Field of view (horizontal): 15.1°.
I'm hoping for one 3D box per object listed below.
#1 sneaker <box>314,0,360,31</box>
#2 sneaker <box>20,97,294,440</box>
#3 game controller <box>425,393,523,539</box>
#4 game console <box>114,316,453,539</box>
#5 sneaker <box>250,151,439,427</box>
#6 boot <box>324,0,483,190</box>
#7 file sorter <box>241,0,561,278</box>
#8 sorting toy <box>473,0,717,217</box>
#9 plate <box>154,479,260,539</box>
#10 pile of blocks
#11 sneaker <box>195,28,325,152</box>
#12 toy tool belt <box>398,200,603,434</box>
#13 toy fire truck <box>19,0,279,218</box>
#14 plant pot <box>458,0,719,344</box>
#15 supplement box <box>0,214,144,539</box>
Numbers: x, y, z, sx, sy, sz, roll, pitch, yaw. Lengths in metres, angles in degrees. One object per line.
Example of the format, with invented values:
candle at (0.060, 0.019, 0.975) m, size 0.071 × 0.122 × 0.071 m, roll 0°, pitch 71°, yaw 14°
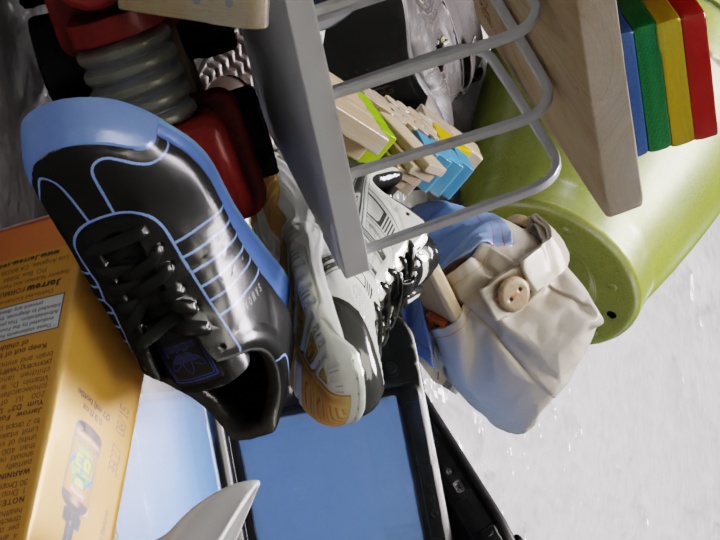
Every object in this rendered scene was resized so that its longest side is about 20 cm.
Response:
sneaker at (-0.087, -0.207, 1.358) m, size 0.202 × 0.077 × 0.146 m, roll 47°, pitch 6°, yaw 33°
sneaker at (-0.084, 0.002, 1.204) m, size 0.200 × 0.070 × 0.078 m, roll 46°, pitch 32°, yaw -48°
game controller at (0.031, 0.102, 1.463) m, size 0.200 × 0.042 × 0.104 m, roll 58°, pitch -9°, yaw 28°
game console at (-0.040, 0.129, 1.342) m, size 0.116 × 0.175 × 0.201 m, roll 117°, pitch -37°, yaw -86°
sneaker at (0.000, 0.000, 1.340) m, size 0.200 × 0.087 × 0.076 m, roll -105°, pitch -163°, yaw -53°
boot at (0.024, -0.163, 1.660) m, size 0.174 × 0.069 × 0.201 m, roll -71°, pitch 148°, yaw -51°
file sorter at (0.012, -0.129, 1.262) m, size 0.139 × 0.124 × 0.201 m, roll -117°, pitch -168°, yaw -49°
sorting toy at (0.102, -0.165, 1.268) m, size 0.200 × 0.069 × 0.200 m, roll -116°, pitch -169°, yaw -53°
plate at (-0.118, 0.201, 1.132) m, size 0.200 × 0.032 × 0.200 m, roll -66°, pitch 174°, yaw 32°
pile of blocks at (0.008, -0.059, 1.527) m, size 0.082 × 0.062 × 0.200 m, roll 48°, pitch 16°, yaw 27°
sneaker at (-0.064, -0.120, 1.454) m, size 0.073 × 0.084 × 0.201 m, roll 34°, pitch 69°, yaw -28°
toy tool belt at (0.048, 0.008, 1.547) m, size 0.123 × 0.200 × 0.125 m, roll 33°, pitch 89°, yaw -20°
toy fire truck at (-0.089, -0.096, 1.238) m, size 0.200 × 0.128 × 0.177 m, roll -98°, pitch 170°, yaw -78°
plant pot at (0.148, -0.063, 1.740) m, size 0.201 × 0.199 × 0.193 m, roll 59°, pitch 43°, yaw -34°
supplement box at (-0.143, 0.074, 1.207) m, size 0.067 × 0.068 × 0.201 m, roll 48°, pitch 37°, yaw -43°
